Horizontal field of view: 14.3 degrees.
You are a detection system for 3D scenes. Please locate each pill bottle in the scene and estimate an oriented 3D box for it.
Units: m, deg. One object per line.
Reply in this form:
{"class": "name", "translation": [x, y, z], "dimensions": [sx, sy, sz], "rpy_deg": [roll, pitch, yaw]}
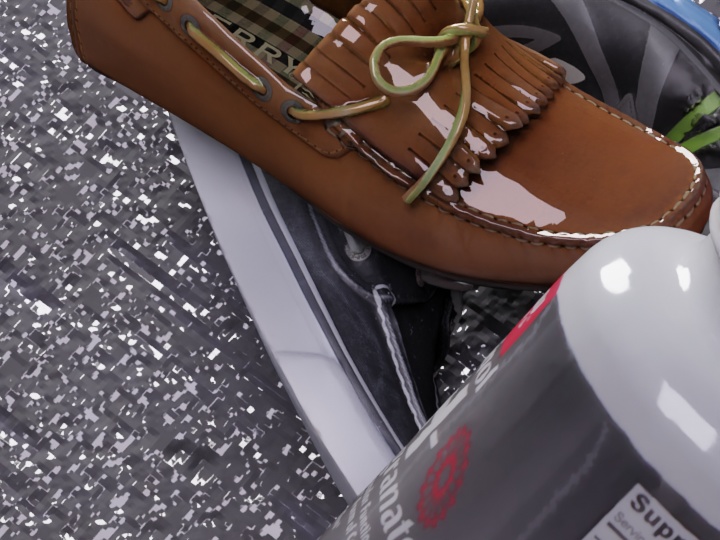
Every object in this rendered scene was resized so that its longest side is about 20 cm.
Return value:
{"class": "pill bottle", "translation": [0.070, 0.060, 0.705], "dimensions": [0.200, 0.111, 0.111], "rpy_deg": [-48, 60, 24]}

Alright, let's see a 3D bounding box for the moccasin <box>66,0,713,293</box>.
{"class": "moccasin", "translation": [0.007, -0.059, 0.795], "dimensions": [0.201, 0.078, 0.074], "rpy_deg": [34, 53, 23]}

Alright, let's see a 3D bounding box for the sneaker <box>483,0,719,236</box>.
{"class": "sneaker", "translation": [0.090, -0.021, 0.828], "dimensions": [0.083, 0.071, 0.200], "rpy_deg": [-42, 67, -17]}

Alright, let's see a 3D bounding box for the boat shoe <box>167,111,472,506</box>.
{"class": "boat shoe", "translation": [0.000, 0.000, 0.841], "dimensions": [0.068, 0.072, 0.200], "rpy_deg": [-25, 55, 0]}
